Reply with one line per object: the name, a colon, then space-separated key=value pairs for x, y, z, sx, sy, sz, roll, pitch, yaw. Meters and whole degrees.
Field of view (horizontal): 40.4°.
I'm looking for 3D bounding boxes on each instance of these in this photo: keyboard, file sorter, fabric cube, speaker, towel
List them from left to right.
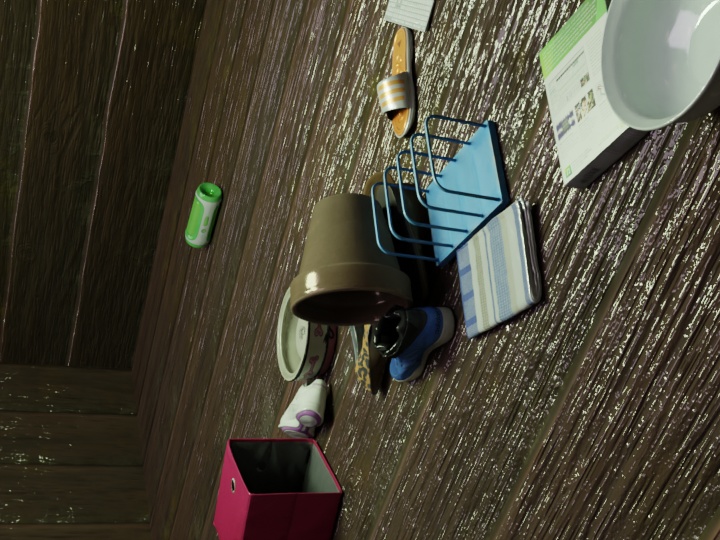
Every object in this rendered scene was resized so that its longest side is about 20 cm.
speaker: x=-0.486 y=-0.169 z=3.023 sx=0.089 sy=0.087 sz=0.202 roll=-109 pitch=32 yaw=-45
fabric cube: x=-0.170 y=0.471 z=1.940 sx=0.196 sy=0.196 sz=0.203 roll=-130 pitch=49 yaw=-59
keyboard: x=0.086 y=-0.470 z=1.764 sx=0.200 sy=0.010 sz=0.057 roll=-135 pitch=53 yaw=-62
file sorter: x=0.111 y=-0.120 z=1.466 sx=0.200 sy=0.120 sz=0.141 roll=132 pitch=139 yaw=-53
towel: x=0.193 y=0.002 z=1.377 sx=0.200 sy=0.023 sz=0.150 roll=137 pitch=131 yaw=-62

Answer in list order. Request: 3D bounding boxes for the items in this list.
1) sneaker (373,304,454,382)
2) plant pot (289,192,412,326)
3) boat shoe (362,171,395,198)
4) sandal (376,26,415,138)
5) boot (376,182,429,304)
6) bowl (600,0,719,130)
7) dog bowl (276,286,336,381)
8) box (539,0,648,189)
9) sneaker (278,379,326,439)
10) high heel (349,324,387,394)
sneaker: x=0.061 y=0.116 z=1.560 sx=0.200 sy=0.109 sz=0.078 roll=129 pitch=140 yaw=-54
plant pot: x=-0.015 y=-0.022 z=1.566 sx=0.200 sy=0.196 sz=0.178 roll=140 pitch=132 yaw=-60
boat shoe: x=0.051 y=-0.065 z=1.673 sx=0.072 sy=0.071 sz=0.204 roll=24 pitch=-127 yaw=-75
sandal: x=0.056 y=-0.336 z=1.743 sx=0.079 sy=0.058 sz=0.211 roll=146 pitch=126 yaw=-63
boot: x=0.090 y=-0.048 z=1.601 sx=0.073 sy=0.074 sz=0.204 roll=-23 pitch=78 yaw=54
bowl: x=0.336 y=-0.237 z=0.985 sx=0.200 sy=0.089 sz=0.206 roll=-175 pitch=90 yaw=-68
dog bowl: x=-0.111 y=0.131 z=2.036 sx=0.199 sy=0.072 sz=0.205 roll=-174 pitch=90 yaw=-68
box: x=0.282 y=-0.223 z=1.190 sx=0.144 sy=0.036 sz=0.204 roll=133 pitch=136 yaw=-57
sneaker: x=-0.111 y=0.288 z=2.031 sx=0.200 sy=0.074 sz=0.101 roll=-46 pitch=25 yaw=57
high heel: x=0.043 y=0.124 z=1.684 sx=0.200 sy=0.070 sz=0.145 roll=-42 pitch=58 yaw=57
